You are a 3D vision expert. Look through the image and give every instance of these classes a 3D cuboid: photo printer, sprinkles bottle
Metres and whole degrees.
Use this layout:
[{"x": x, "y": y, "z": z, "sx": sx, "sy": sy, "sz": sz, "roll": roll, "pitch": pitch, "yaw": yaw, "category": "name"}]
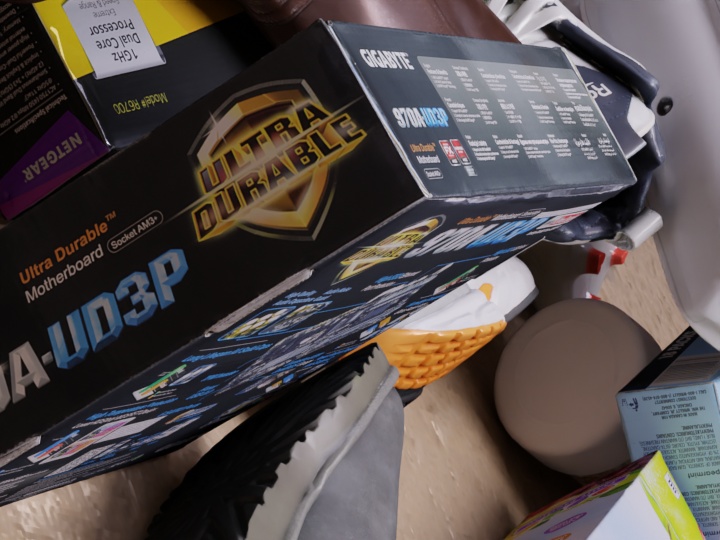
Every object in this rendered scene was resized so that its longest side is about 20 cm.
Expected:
[{"x": 0.165, "y": -0.042, "z": 0.999, "sx": 0.166, "sy": 0.069, "sz": 0.200, "roll": 31, "pitch": 34, "yaw": -40, "category": "photo printer"}, {"x": 0.130, "y": 0.078, "z": 1.090, "sx": 0.200, "sy": 0.068, "sz": 0.068, "roll": 38, "pitch": 28, "yaw": -51, "category": "sprinkles bottle"}]

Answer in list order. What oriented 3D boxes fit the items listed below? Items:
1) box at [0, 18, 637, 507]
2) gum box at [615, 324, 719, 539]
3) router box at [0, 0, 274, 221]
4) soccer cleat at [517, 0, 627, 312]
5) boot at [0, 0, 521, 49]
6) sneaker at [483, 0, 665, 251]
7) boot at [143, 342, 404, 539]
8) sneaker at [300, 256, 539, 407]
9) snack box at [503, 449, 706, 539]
[{"x": -0.029, "y": 0.001, "z": 0.625, "sx": 0.046, "sy": 0.159, "sz": 0.200, "roll": 61, "pitch": 18, "yaw": 6, "category": "box"}, {"x": 0.174, "y": 0.114, "z": 1.043, "sx": 0.170, "sy": 0.044, "sz": 0.200, "roll": -33, "pitch": 112, "yaw": -59, "category": "gum box"}, {"x": -0.067, "y": -0.107, "z": 0.791, "sx": 0.200, "sy": 0.051, "sz": 0.149, "roll": -22, "pitch": 83, "yaw": -57, "category": "router box"}, {"x": 0.075, "y": -0.059, "z": 1.114, "sx": 0.200, "sy": 0.077, "sz": 0.069, "roll": 81, "pitch": 30, "yaw": -42, "category": "soccer cleat"}, {"x": -0.014, "y": -0.063, "z": 0.735, "sx": 0.200, "sy": 0.064, "sz": 0.186, "roll": 53, "pitch": 36, "yaw": -21, "category": "boot"}, {"x": 0.048, "y": -0.081, "z": 0.899, "sx": 0.130, "sy": 0.079, "sz": 0.199, "roll": 30, "pitch": -29, "yaw": 55, "category": "sneaker"}, {"x": 0.020, "y": 0.137, "z": 0.694, "sx": 0.200, "sy": 0.073, "sz": 0.182, "roll": 50, "pitch": 33, "yaw": -12, "category": "boot"}, {"x": 0.000, "y": 0.000, "z": 0.873, "sx": 0.092, "sy": 0.076, "sz": 0.200, "roll": 53, "pitch": 10, "yaw": 1, "category": "sneaker"}, {"x": 0.099, "y": 0.166, "z": 0.871, "sx": 0.169, "sy": 0.068, "sz": 0.200, "roll": 61, "pitch": 19, "yaw": 0, "category": "snack box"}]
